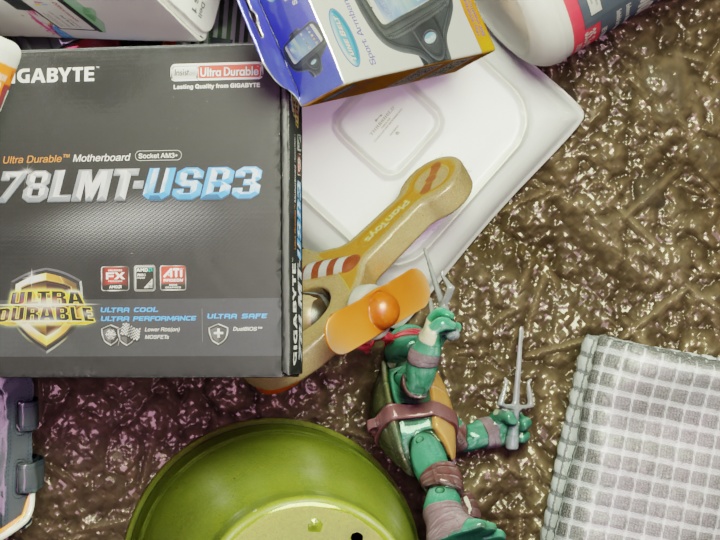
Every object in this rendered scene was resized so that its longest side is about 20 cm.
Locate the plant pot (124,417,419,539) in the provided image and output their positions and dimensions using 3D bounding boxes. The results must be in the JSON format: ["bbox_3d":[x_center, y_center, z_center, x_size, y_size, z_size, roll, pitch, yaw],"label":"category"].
[{"bbox_3d":[-0.043,0.197,1.390,0.200,0.193,0.201,0,89,-9],"label":"plant pot"}]

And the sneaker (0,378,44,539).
[{"bbox_3d":[-0.233,0.115,1.422,0.079,0.078,0.200,23,93,-5],"label":"sneaker"}]

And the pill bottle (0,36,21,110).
[{"bbox_3d":[-0.282,-0.056,1.293,0.114,0.114,0.200,20,90,-8],"label":"pill bottle"}]

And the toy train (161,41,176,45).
[{"bbox_3d":[-0.062,-0.180,1.459,0.200,0.056,0.150,-32,89,-6],"label":"toy train"}]

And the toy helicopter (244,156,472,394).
[{"bbox_3d":[0.000,0.000,1.413,0.200,0.132,0.079,-44,118,-15],"label":"toy helicopter"}]

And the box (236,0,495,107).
[{"bbox_3d":[-0.003,-0.168,1.346,0.041,0.200,0.119,-25,87,33],"label":"box"}]

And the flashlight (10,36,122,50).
[{"bbox_3d":[-0.155,-0.080,1.440,0.068,0.068,0.200,-26,92,-8],"label":"flashlight"}]

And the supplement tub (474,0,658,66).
[{"bbox_3d":[0.162,-0.237,1.454,0.200,0.140,0.140,-32,94,-7],"label":"supplement tub"}]

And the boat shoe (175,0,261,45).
[{"bbox_3d":[-0.082,-0.180,1.396,0.073,0.067,0.200,-3,86,-4],"label":"boat shoe"}]

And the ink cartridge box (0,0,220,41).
[{"bbox_3d":[-0.178,-0.223,1.368,0.200,0.084,0.145,5,71,27],"label":"ink cartridge box"}]

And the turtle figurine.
[{"bbox_3d":[0.055,0.097,1.453,0.101,0.150,0.200,-22,59,22],"label":"turtle figurine"}]

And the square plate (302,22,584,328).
[{"bbox_3d":[0.018,-0.098,1.487,0.198,0.028,0.200,42,84,-5],"label":"square plate"}]

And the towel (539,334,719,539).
[{"bbox_3d":[0.231,0.138,1.488,0.200,0.086,0.166,12,88,-9],"label":"towel"}]

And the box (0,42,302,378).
[{"bbox_3d":[-0.134,-0.035,1.345,0.200,0.050,0.199,0,90,11],"label":"box"}]
